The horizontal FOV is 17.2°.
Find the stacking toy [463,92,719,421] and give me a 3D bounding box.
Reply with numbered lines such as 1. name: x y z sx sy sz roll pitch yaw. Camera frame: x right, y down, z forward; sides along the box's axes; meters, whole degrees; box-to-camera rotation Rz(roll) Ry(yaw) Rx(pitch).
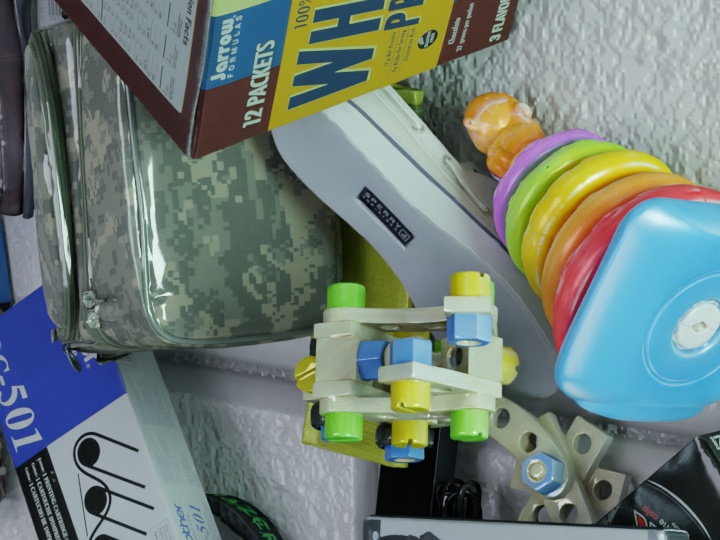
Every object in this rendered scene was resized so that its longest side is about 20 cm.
1. stacking toy: 0.104 -0.027 1.128 0.200 0.116 0.110 48 124 44

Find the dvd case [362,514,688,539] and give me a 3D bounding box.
1. dvd case: 0.071 0.193 1.117 0.200 0.025 0.151 -4 82 48

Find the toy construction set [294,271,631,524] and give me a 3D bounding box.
1. toy construction set: 0.046 0.060 1.133 0.131 0.200 0.093 -8 59 30

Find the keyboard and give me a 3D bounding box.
1. keyboard: 0.040 0.156 1.264 0.104 0.039 0.201 -144 56 -63

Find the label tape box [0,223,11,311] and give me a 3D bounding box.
1. label tape box: -0.304 0.021 1.505 0.200 0.143 0.066 -40 67 41

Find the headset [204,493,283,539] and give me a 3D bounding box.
1. headset: -0.099 0.227 1.395 0.123 0.094 0.201 36 105 36

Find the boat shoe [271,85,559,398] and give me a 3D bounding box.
1. boat shoe: 0.044 -0.026 1.196 0.200 0.070 0.071 46 143 2

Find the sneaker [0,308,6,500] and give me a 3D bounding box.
1. sneaker: -0.253 0.108 1.525 0.090 0.075 0.200 50 134 19

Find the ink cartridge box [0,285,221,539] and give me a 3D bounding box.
1. ink cartridge box: -0.151 0.103 1.370 0.094 0.044 0.201 -34 64 24

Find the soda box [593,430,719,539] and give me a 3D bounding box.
1. soda box: 0.134 0.151 1.130 0.200 0.071 0.063 -48 64 38

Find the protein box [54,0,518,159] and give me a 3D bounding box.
1. protein box: -0.048 -0.193 1.157 0.200 0.198 0.135 49 146 29

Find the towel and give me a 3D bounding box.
1. towel: 0.000 0.000 1.268 0.086 0.018 0.201 10 99 54

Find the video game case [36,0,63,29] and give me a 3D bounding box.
1. video game case: -0.119 -0.083 1.391 0.199 0.023 0.183 5 99 44

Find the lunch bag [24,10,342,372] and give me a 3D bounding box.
1. lunch bag: -0.109 -0.049 1.280 0.167 0.139 0.201 -2 93 56

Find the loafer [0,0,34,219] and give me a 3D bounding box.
1. loafer: -0.229 -0.131 1.453 0.072 0.063 0.201 180 88 -81
